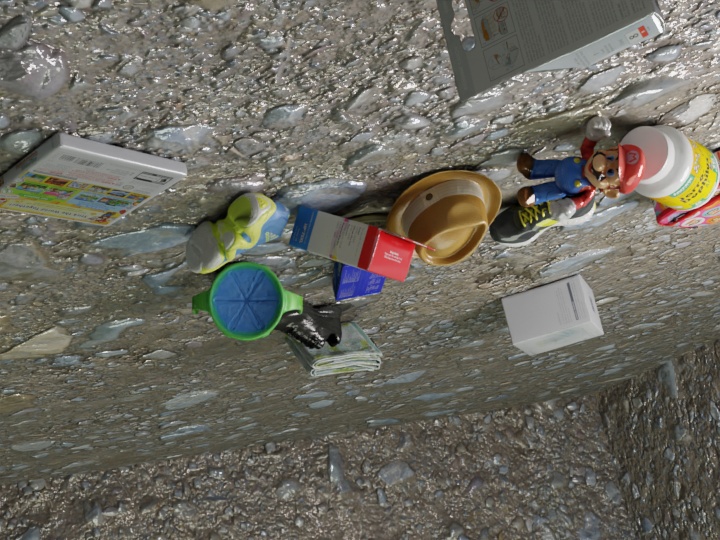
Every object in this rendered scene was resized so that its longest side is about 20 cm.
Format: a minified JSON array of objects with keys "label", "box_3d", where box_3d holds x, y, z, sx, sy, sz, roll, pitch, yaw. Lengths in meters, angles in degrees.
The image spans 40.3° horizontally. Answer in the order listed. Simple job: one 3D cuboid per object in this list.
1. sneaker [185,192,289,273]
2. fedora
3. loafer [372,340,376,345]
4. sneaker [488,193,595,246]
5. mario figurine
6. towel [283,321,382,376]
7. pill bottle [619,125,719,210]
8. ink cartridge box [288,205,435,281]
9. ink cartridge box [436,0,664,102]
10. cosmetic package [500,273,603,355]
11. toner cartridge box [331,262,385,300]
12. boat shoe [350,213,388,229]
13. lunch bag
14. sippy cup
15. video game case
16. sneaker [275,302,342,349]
[{"label":"sneaker","box_3d":[-0.181,-0.049,1.501,0.104,0.077,0.199,4,155,-44]},{"label":"fedora","box_3d":[0.140,-0.069,1.563,0.198,0.082,0.202,-11,139,-9]},{"label":"loafer","box_3d":[-0.048,0.216,2.408,0.198,0.074,0.071,0,157,-36]},{"label":"sneaker","box_3d":[0.315,-0.107,1.702,0.197,0.075,0.085,-21,157,-4]},{"label":"mario figurine","box_3d":[0.324,-0.151,1.462,0.198,0.125,0.106,-8,-155,34]},{"label":"towel","box_3d":[-0.060,0.168,2.147,0.169,0.049,0.200,-3,-160,-22]},{"label":"pill bottle","box_3d":[0.484,-0.165,1.550,0.112,0.114,0.199,-24,159,33]},{"label":"ink cartridge box","box_3d":[0.003,-0.037,1.519,0.198,0.068,0.116,18,-179,34]},{"label":"ink cartridge box","box_3d":[0.175,-0.264,0.947,0.198,0.165,0.050,-22,158,29]},{"label":"cosmetic package","box_3d":[0.468,0.113,2.381,0.197,0.125,0.199,-17,162,19]},{"label":"toner cartridge box","box_3d":[0.000,0.000,1.832,0.093,0.044,0.200,-9,162,-9]},{"label":"boat shoe","box_3d":[0.033,-0.056,1.650,0.197,0.064,0.073,-12,163,-4]},{"label":"lunch bag","box_3d":[0.626,-0.149,1.769,0.174,0.083,0.200,4,155,-32]},{"label":"sippy cup","box_3d":[-0.202,0.061,1.755,0.140,0.177,0.130,-55,179,-9]},{"label":"video game case","box_3d":[-0.357,-0.113,1.272,0.181,0.023,0.199,-26,159,34]},{"label":"sneaker","box_3d":[-0.112,0.118,2.040,0.198,0.092,0.076,3,159,-38]}]
